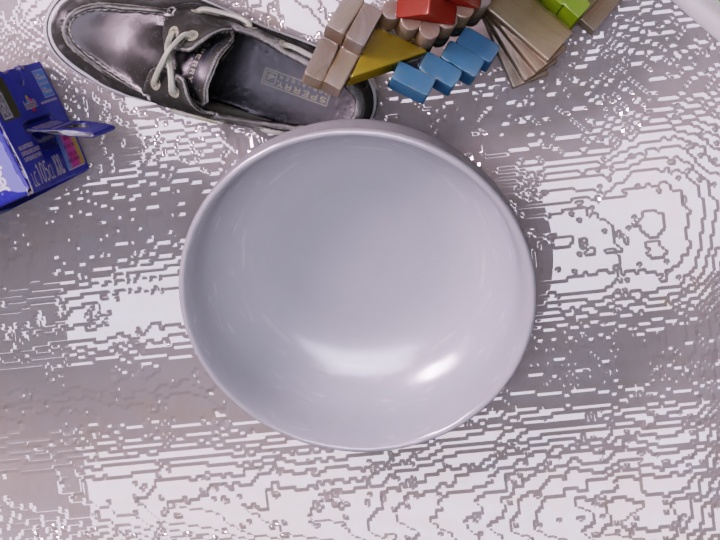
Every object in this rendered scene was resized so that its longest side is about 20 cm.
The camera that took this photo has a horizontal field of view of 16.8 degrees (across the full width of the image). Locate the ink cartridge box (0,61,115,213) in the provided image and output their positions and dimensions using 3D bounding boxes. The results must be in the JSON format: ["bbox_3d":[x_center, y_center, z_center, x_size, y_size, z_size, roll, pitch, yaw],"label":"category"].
[{"bbox_3d":[-0.241,-0.056,1.379,0.200,0.136,0.076,-25,95,11],"label":"ink cartridge box"}]

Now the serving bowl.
[{"bbox_3d":[0.000,0.000,1.375,0.200,0.066,0.200,2,117,4],"label":"serving bowl"}]

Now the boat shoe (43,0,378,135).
[{"bbox_3d":[-0.088,-0.121,1.386,0.200,0.064,0.071,14,99,6],"label":"boat shoe"}]

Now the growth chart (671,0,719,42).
[{"bbox_3d":[0.258,-0.200,1.350,0.145,0.018,0.200,32,101,3],"label":"growth chart"}]

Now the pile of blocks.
[{"bbox_3d":[0.065,-0.139,1.333,0.200,0.062,0.082,-25,85,-8],"label":"pile of blocks"}]
